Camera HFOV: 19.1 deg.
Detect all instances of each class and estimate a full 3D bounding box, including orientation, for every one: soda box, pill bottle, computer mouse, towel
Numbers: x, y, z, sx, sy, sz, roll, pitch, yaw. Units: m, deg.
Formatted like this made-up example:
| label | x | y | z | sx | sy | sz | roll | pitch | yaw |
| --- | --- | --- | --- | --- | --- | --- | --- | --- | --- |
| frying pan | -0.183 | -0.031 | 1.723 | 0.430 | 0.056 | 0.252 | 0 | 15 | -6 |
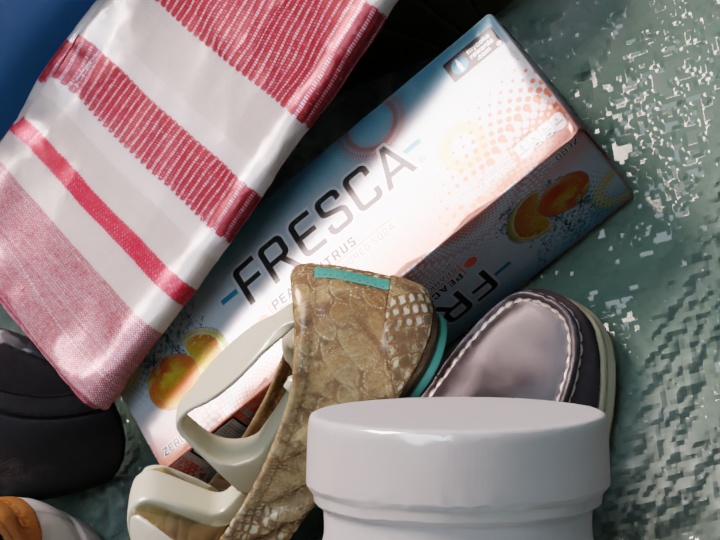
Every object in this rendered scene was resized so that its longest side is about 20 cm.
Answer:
| label | x | y | z | sx | sy | sz | roll | pitch | yaw |
| --- | --- | --- | --- | --- | --- | --- | --- | --- | --- |
| soda box | 0.000 | 0.000 | 0.805 | 0.200 | 0.064 | 0.069 | -39 | 58 | 8 |
| pill bottle | 0.030 | 0.144 | 0.666 | 0.115 | 0.116 | 0.202 | 0 | 93 | 27 |
| computer mouse | -0.197 | 0.064 | 0.860 | 0.199 | 0.141 | 0.046 | 26 | 41 | 3 |
| towel | -0.076 | -0.062 | 0.820 | 0.201 | 0.023 | 0.144 | -54 | 45 | 4 |

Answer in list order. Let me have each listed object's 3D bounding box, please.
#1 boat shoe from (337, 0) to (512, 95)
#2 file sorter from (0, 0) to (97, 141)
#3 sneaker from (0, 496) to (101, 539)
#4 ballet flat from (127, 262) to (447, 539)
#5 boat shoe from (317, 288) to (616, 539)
| label | x | y | z | sx | sy | sz | roll | pitch | yaw |
| --- | --- | --- | --- | --- | --- | --- | --- | --- | --- |
| boat shoe | -0.016 | -0.107 | 0.852 | 0.200 | 0.072 | 0.066 | -31 | 64 | 18 |
| file sorter | -0.190 | -0.115 | 0.905 | 0.200 | 0.139 | 0.123 | -43 | 51 | 5 |
| sneaker | -0.165 | 0.179 | 0.806 | 0.072 | 0.085 | 0.202 | 10 | 77 | 28 |
| ballet flat | -0.044 | 0.074 | 0.758 | 0.201 | 0.065 | 0.071 | -58 | 15 | 23 |
| boat shoe | 0.024 | 0.093 | 0.755 | 0.072 | 0.065 | 0.201 | 29 | 84 | 33 |
